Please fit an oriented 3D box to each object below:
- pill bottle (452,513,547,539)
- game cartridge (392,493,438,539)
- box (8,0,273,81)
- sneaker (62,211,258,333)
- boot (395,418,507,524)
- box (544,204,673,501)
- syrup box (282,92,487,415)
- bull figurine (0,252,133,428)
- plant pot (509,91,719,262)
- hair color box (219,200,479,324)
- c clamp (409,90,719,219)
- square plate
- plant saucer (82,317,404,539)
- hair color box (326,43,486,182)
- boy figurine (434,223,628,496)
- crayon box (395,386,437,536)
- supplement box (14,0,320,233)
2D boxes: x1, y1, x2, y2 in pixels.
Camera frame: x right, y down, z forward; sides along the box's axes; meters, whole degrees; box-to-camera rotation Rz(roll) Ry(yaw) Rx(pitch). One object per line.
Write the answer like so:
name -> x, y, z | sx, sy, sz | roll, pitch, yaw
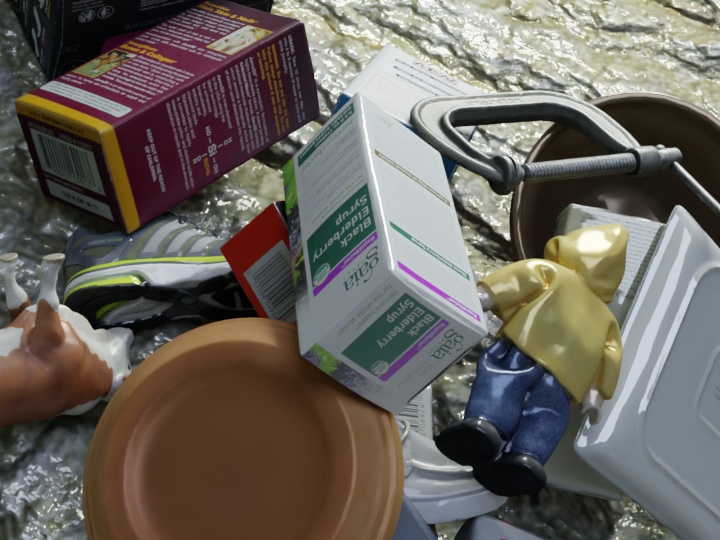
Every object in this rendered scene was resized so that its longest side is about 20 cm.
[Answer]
pill bottle -> 0.143, 0.249, 0.927 | 0.199, 0.120, 0.120 | 23, 54, -1
game cartridge -> -0.045, 0.207, 0.878 | 0.200, 0.042, 0.133 | -36, 101, -1
box -> -0.174, -0.254, 1.148 | 0.199, 0.132, 0.115 | -19, 65, -27
sneaker -> -0.123, -0.010, 1.045 | 0.199, 0.074, 0.081 | -5, 54, -23
boot -> 0.005, 0.105, 0.920 | 0.199, 0.096, 0.074 | 2, 13, -16
box -> 0.165, 0.059, 1.034 | 0.082, 0.068, 0.201 | 14, 83, 0
syrup box -> 0.010, -0.015, 0.886 | 0.081, 0.079, 0.200 | 34, 26, -26
bull figurine -> -0.233, 0.057, 0.935 | 0.199, 0.122, 0.065 | -22, 23, -33
plant pot -> 0.213, -0.033, 1.127 | 0.200, 0.093, 0.202 | 0, 84, -1
hair color box -> 0.000, 0.000, 1.019 | 0.102, 0.061, 0.200 | 58, 29, 12
c clamp -> 0.141, -0.087, 1.011 | 0.199, 0.027, 0.171 | -4, 39, -27
square plate -> 0.251, 0.088, 1.026 | 0.200, 0.028, 0.199 | 40, 68, -33
plant saucer -> -0.074, 0.121, 0.846 | 0.199, 0.037, 0.201 | -4, 70, 11
hair color box -> 0.035, -0.112, 1.107 | 0.100, 0.061, 0.200 | 27, 22, 1
boy figurine -> 0.118, 0.042, 0.936 | 0.124, 0.064, 0.201 | 36, 59, -14
crayon box -> -0.050, 0.133, 0.985 | 0.199, 0.052, 0.126 | 9, 56, -13
supplement box -> -0.141, -0.122, 1.075 | 0.110, 0.086, 0.200 | 22, 45, 40
